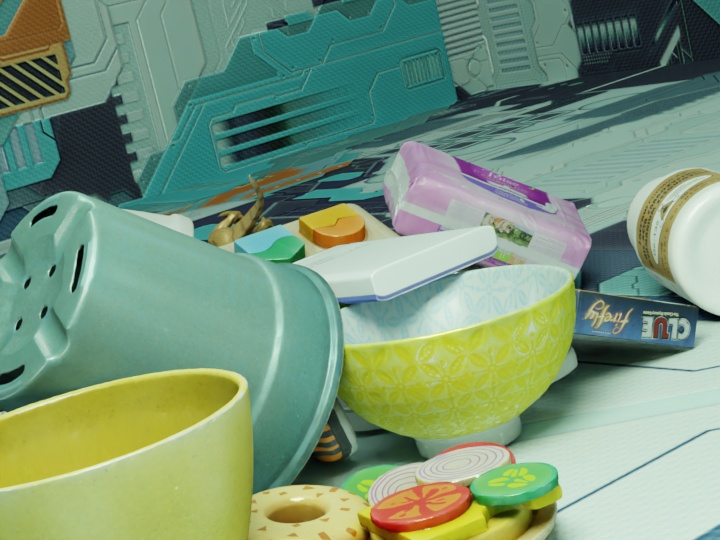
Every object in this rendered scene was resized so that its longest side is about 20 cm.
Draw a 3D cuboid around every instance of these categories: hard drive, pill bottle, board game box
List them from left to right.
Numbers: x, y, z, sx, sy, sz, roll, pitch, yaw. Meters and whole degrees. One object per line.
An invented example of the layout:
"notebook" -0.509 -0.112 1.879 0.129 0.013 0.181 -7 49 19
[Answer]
"hard drive" 0.000 0.000 1.277 0.131 0.026 0.199 -22 9 -36
"board game box" 0.160 0.031 1.292 0.135 0.035 0.199 8 0 -35
"pill bottle" 0.304 -0.032 1.383 0.113 0.115 0.200 -14 10 -3

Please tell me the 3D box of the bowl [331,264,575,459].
"bowl" 0.069 0.074 1.141 0.198 0.109 0.200 -13 10 2

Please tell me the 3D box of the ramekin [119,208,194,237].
"ramekin" -0.228 0.035 1.443 0.093 0.204 0.202 16 3 -14

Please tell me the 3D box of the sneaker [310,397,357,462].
"sneaker" -0.086 0.129 1.195 0.112 0.078 0.200 -31 16 -24

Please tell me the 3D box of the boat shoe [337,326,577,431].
"boat shoe" 0.072 0.074 1.250 0.198 0.069 0.072 -12 10 7

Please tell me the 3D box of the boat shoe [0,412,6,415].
"boat shoe" -0.277 0.154 1.331 0.065 0.074 0.200 -44 17 -1

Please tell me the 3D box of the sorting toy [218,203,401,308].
"sorting toy" -0.027 -0.005 1.428 0.199 0.037 0.185 -15 35 -31

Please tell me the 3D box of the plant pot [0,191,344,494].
"plant pot" -0.149 0.053 1.069 0.195 0.202 0.199 27 -17 -36

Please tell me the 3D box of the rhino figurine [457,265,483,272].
"rhino figurine" 0.044 0.024 1.590 0.198 0.060 0.088 -16 19 5

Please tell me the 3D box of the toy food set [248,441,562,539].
"toy food set" 0.024 0.153 0.942 0.196 0.049 0.200 -18 11 -24

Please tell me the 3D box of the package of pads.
"package of pads" 0.123 -0.054 1.551 0.198 0.076 0.121 20 22 -12

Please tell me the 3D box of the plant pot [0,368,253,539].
"plant pot" -0.143 0.155 0.886 0.198 0.143 0.200 -14 10 2

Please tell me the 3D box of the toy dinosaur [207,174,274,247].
"toy dinosaur" -0.121 -0.030 1.509 0.200 0.060 0.106 -48 4 33
